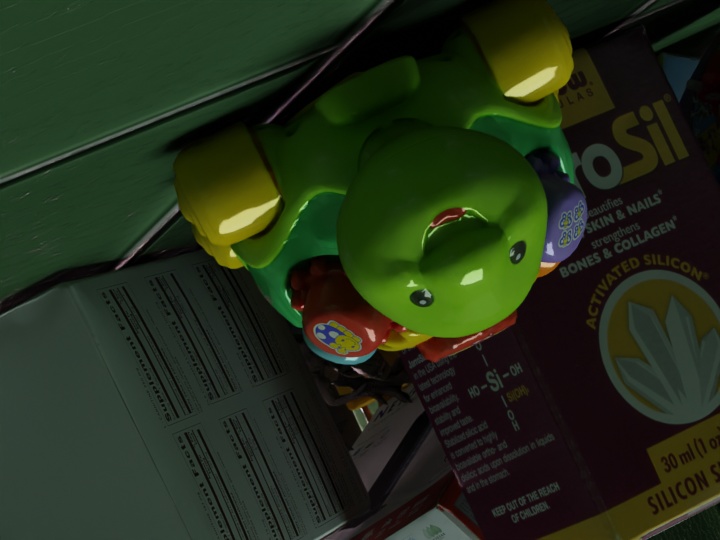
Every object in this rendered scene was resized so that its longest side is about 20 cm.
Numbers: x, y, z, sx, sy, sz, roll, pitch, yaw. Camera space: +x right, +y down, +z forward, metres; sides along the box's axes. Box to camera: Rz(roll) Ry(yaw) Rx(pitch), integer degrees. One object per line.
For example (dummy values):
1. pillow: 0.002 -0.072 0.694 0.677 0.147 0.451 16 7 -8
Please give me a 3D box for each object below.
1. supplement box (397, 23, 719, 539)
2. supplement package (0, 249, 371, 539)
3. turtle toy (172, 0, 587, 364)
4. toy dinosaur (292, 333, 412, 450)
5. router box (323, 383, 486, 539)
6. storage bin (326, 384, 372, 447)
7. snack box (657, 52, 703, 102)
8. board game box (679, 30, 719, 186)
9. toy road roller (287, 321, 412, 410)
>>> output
1. supplement box: 0.093 0.016 1.116 0.131 0.200 0.103 -23 175 -29
2. supplement package: -0.133 0.098 1.163 0.191 0.147 0.200 -27 177 19
3. turtle toy: 0.018 -0.021 0.891 0.146 0.101 0.200 -26 176 -2
4. toy dinosaur: -0.030 0.064 1.304 0.088 0.048 0.200 16 151 -32
5. router box: 0.038 0.103 1.269 0.200 0.049 0.180 -39 -168 48
6. storage bin: -0.044 0.145 1.530 0.145 0.134 0.200 -16 148 -24
7. snack box: 0.157 -0.010 1.380 0.068 0.169 0.200 7 170 -5
8. board game box: 0.167 -0.045 1.165 0.039 0.200 0.158 15 138 -24
9. toy road roller: 0.048 0.036 1.474 0.123 0.146 0.200 -27 176 21
